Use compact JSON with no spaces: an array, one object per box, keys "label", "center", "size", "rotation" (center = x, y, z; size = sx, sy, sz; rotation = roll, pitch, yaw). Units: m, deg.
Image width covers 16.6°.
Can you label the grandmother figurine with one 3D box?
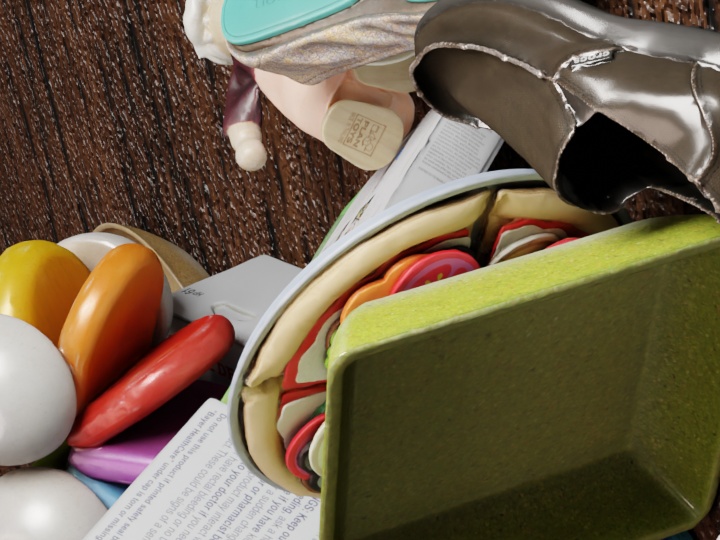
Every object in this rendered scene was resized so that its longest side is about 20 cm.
[{"label":"grandmother figurine","center":[-0.035,-0.108,1.242],"size":[0.061,0.121,0.200],"rotation":[28,-174,-32]}]

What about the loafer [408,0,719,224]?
[{"label":"loafer","center":[0.086,-0.064,0.976],"size":[0.200,0.071,0.073],"rotation":[14,156,47]}]

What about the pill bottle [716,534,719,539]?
[{"label":"pill bottle","center":[0.203,0.191,0.985],"size":[0.113,0.113,0.200],"rotation":[32,140,51]}]

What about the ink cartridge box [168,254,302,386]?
[{"label":"ink cartridge box","center":[-0.030,0.104,1.408],"size":[0.144,0.085,0.200],"rotation":[20,131,56]}]

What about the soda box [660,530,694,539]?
[{"label":"soda box","center":[0.109,0.182,1.225],"size":[0.068,0.064,0.200],"rotation":[56,154,19]}]

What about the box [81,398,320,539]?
[{"label":"box","center":[-0.040,0.188,1.160],"size":[0.200,0.184,0.105],"rotation":[26,140,20]}]

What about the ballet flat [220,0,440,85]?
[{"label":"ballet flat","center":[0.029,-0.124,1.085],"size":[0.200,0.068,0.067],"rotation":[-9,150,39]}]

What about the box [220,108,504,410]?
[{"label":"box","center":[0.000,0.000,1.186],"size":[0.036,0.144,0.200],"rotation":[35,155,-6]}]

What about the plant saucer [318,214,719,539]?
[{"label":"plant saucer","center":[0.065,0.059,1.046],"size":[0.200,0.199,0.048],"rotation":[94,153,-46]}]

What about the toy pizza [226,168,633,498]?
[{"label":"toy pizza","center":[0.037,0.037,1.068],"size":[0.032,0.200,0.200],"rotation":[58,156,35]}]

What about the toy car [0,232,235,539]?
[{"label":"toy car","center":[-0.124,0.077,1.320],"size":[0.150,0.175,0.200],"rotation":[-4,112,25]}]

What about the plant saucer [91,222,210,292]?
[{"label":"plant saucer","center":[-0.113,0.056,1.590],"size":[0.200,0.035,0.200],"rotation":[44,148,37]}]
